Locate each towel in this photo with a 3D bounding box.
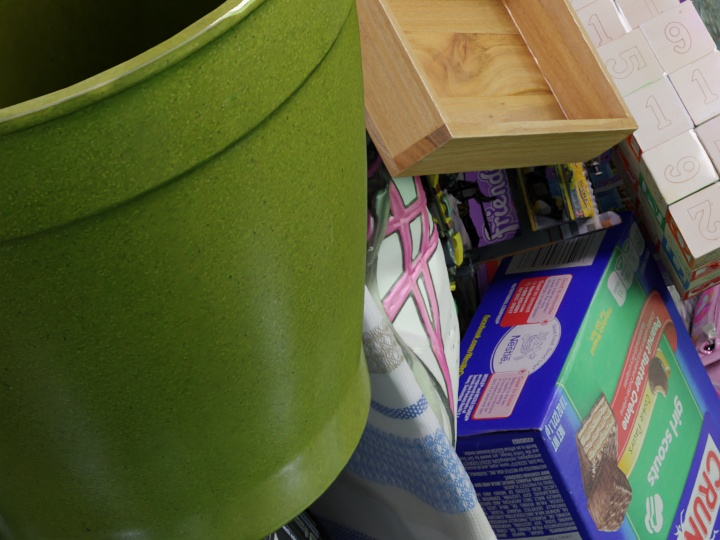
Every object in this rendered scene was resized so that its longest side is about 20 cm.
[{"bbox_3d":[-0.024,0.040,0.866,0.024,0.147,0.200,-42,124,-23],"label":"towel"}]

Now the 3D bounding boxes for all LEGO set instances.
[{"bbox_3d":[0.053,-0.078,1.154,0.154,0.116,0.201,14,62,-67],"label":"LEGO set"}]

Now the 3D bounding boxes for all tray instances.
[{"bbox_3d":[0.048,-0.093,1.039,0.200,0.037,0.099,-8,67,-62],"label":"tray"}]

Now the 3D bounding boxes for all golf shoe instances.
[{"bbox_3d":[0.000,0.000,1.024,0.092,0.072,0.201,8,75,-63],"label":"golf shoe"}]

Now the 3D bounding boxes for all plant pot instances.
[{"bbox_3d":[-0.080,-0.020,0.692,0.201,0.200,0.193,-80,160,-50],"label":"plant pot"}]

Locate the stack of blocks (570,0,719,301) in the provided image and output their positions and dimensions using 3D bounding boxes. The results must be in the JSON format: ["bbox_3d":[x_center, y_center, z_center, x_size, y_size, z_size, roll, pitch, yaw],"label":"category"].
[{"bbox_3d":[0.145,-0.094,1.197,0.200,0.058,0.115,64,0,12],"label":"stack of blocks"}]

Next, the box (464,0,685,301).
[{"bbox_3d":[0.124,-0.079,1.318,0.039,0.137,0.201,40,40,-57],"label":"box"}]

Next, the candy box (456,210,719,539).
[{"bbox_3d":[0.122,0.101,1.224,0.200,0.077,0.169,63,37,-31],"label":"candy box"}]

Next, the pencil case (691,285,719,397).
[{"bbox_3d":[0.279,0.043,1.721,0.200,0.087,0.088,-65,136,-59],"label":"pencil case"}]

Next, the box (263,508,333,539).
[{"bbox_3d":[-0.014,0.192,0.879,0.200,0.050,0.158,55,28,-42],"label":"box"}]
